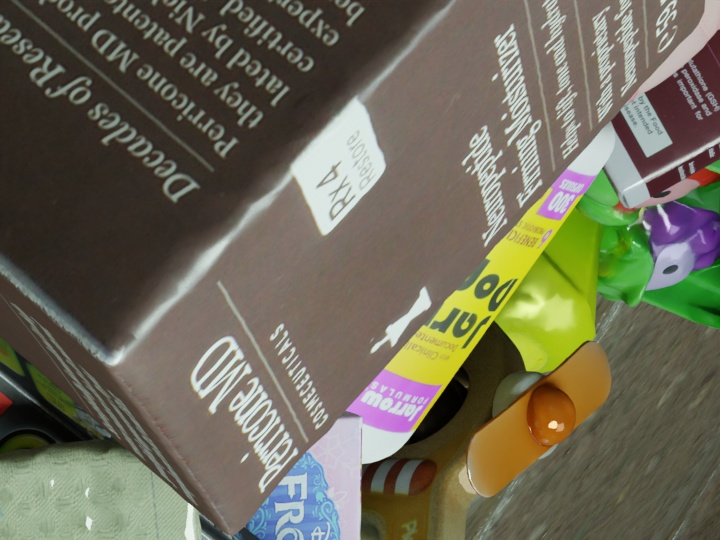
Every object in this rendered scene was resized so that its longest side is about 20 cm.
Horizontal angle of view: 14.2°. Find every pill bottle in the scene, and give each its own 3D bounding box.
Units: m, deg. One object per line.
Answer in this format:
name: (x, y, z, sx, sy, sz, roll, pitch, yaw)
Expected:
pill bottle: (0.000, 0.000, 1.080, 0.200, 0.104, 0.104, -56, 162, 15)

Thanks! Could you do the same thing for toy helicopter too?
toy helicopter: (0.033, 0.089, 1.129, 0.132, 0.200, 0.079, -22, 127, 19)

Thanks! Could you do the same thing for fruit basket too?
fruit basket: (0.097, -0.017, 1.251, 0.216, 0.155, 0.216, 21, 90, -77)

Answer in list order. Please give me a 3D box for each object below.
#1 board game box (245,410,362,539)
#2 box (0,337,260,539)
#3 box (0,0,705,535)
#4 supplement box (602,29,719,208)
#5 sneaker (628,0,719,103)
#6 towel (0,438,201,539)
board game box: (-0.097, 0.145, 0.904, 0.199, 0.041, 0.200, -2, 95, -25)
box: (-0.081, 0.109, 0.844, 0.110, 0.200, 0.035, -46, -159, 8)
box: (-0.036, -0.073, 0.735, 0.200, 0.164, 0.166, -48, 162, -9)
supplement box: (0.164, -0.120, 1.122, 0.200, 0.109, 0.061, -29, 172, 5)
sneaker: (0.089, -0.147, 0.961, 0.105, 0.075, 0.200, -30, 136, -8)
towel: (-0.133, 0.141, 0.816, 0.035, 0.200, 0.193, -110, -165, -71)
